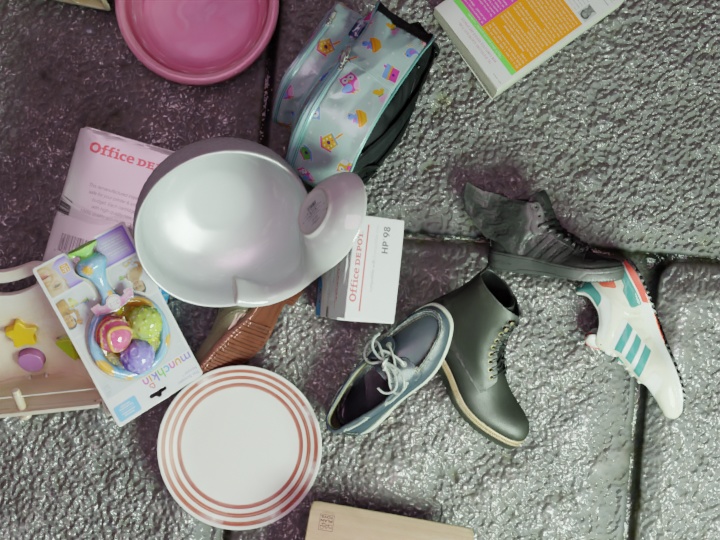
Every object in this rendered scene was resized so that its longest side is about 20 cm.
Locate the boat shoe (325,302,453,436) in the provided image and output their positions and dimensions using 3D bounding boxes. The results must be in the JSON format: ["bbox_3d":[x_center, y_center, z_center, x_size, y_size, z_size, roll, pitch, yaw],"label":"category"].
[{"bbox_3d":[0.030,0.118,1.105,0.200,0.062,0.075,-46,68,21],"label":"boat shoe"}]

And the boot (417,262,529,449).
[{"bbox_3d":[0.160,0.103,1.099,0.200,0.077,0.138,49,130,0],"label":"boot"}]

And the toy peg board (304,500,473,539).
[{"bbox_3d":[0.019,0.396,1.125,0.197,0.098,0.202,10,72,-2],"label":"toy peg board"}]

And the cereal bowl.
[{"bbox_3d":[-0.155,-0.063,1.053,0.197,0.084,0.202,-7,125,-10],"label":"cereal bowl"}]

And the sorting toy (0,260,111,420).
[{"bbox_3d":[-0.391,0.077,1.072,0.197,0.107,0.182,-6,119,-2],"label":"sorting toy"}]

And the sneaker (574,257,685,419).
[{"bbox_3d":[0.327,0.092,1.150,0.093,0.070,0.202,-21,90,15],"label":"sneaker"}]

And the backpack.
[{"bbox_3d":[-0.017,-0.187,1.071,0.152,0.176,0.202,25,66,-4],"label":"backpack"}]

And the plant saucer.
[{"bbox_3d":[-0.198,-0.324,1.153,0.198,0.051,0.203,0,89,-1],"label":"plant saucer"}]

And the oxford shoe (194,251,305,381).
[{"bbox_3d":[-0.142,0.048,1.144,0.200,0.071,0.074,-48,61,1],"label":"oxford shoe"}]

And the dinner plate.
[{"bbox_3d":[-0.146,0.214,1.141,0.197,0.024,0.203,0,94,-5],"label":"dinner plate"}]

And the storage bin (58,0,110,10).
[{"bbox_3d":[-0.367,-0.437,1.119,0.196,0.094,0.203,13,87,7],"label":"storage bin"}]

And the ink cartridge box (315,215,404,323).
[{"bbox_3d":[0.000,0.000,1.068,0.066,0.200,0.117,6,88,-11],"label":"ink cartridge box"}]

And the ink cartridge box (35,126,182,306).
[{"bbox_3d":[-0.284,-0.051,1.124,0.144,0.084,0.202,16,87,-1],"label":"ink cartridge box"}]

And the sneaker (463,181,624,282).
[{"bbox_3d":[0.219,-0.047,1.130,0.197,0.060,0.106,7,97,23],"label":"sneaker"}]

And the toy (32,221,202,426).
[{"bbox_3d":[-0.262,0.060,1.045,0.115,0.047,0.202,-31,101,-25],"label":"toy"}]

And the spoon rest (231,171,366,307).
[{"bbox_3d":[-0.058,-0.027,1.007,0.200,0.060,0.100,-40,46,30],"label":"spoon rest"}]

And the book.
[{"bbox_3d":[0.207,-0.328,1.166,0.199,0.048,0.134,-35,87,-3],"label":"book"}]
